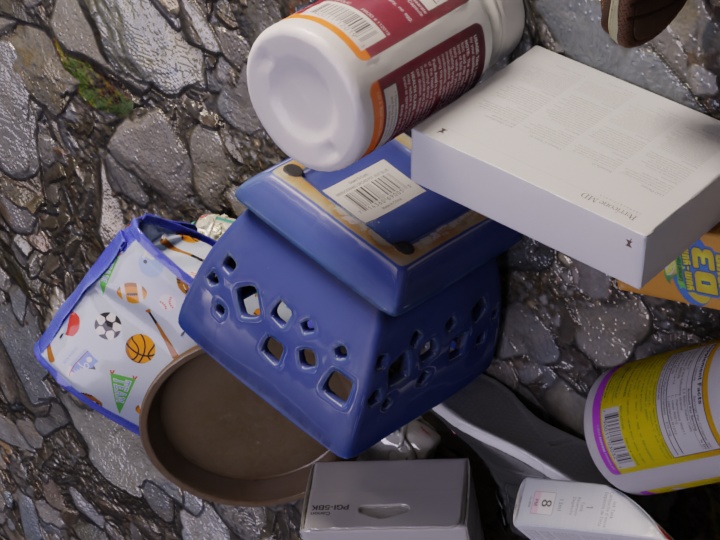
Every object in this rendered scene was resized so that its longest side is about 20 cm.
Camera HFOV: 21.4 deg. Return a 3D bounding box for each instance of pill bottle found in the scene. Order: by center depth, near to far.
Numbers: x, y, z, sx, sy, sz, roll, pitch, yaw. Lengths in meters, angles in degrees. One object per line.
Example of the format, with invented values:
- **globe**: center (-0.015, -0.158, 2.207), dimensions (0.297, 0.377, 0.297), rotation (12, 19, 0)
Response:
- **pill bottle**: center (0.023, -0.161, 1.393), dimensions (0.114, 0.200, 0.114), rotation (26, 132, 32)
- **pill bottle**: center (0.266, 0.102, 1.405), dimensions (0.200, 0.104, 0.104), rotation (-20, 101, 50)

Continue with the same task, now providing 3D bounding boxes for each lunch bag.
- **lunch bag**: center (-0.165, 0.057, 1.698), dimensions (0.200, 0.124, 0.170), rotation (29, 114, -24)

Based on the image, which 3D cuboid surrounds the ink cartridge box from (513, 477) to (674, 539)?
- **ink cartridge box**: center (0.242, 0.218, 1.502), dimensions (0.200, 0.057, 0.163), rotation (-2, 153, 30)

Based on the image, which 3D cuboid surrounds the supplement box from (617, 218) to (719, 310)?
- **supplement box**: center (0.276, -0.008, 1.347), dimensions (0.200, 0.069, 0.067), rotation (13, 124, 43)

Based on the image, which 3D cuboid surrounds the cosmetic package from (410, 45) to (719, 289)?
- **cosmetic package**: center (0.159, -0.078, 1.351), dimensions (0.200, 0.151, 0.052), rotation (28, 134, 31)

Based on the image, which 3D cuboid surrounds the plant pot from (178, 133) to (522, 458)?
- **plant pot**: center (0.000, 0.000, 1.540), dimensions (0.200, 0.200, 0.180), rotation (38, 133, 22)

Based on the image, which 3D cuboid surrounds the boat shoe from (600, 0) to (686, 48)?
- **boat shoe**: center (0.194, -0.248, 1.269), dimensions (0.075, 0.075, 0.202), rotation (46, 136, 34)

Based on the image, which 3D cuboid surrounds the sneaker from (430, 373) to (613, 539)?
- **sneaker**: center (0.118, 0.162, 1.625), dimensions (0.200, 0.071, 0.099), rotation (32, 131, 21)

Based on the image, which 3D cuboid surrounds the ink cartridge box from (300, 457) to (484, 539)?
- **ink cartridge box**: center (0.038, 0.261, 1.697), dimensions (0.147, 0.083, 0.200), rotation (-2, 132, 10)

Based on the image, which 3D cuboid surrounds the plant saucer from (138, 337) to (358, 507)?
- **plant saucer**: center (-0.092, 0.126, 1.659), dimensions (0.200, 0.029, 0.200), rotation (-3, 128, -3)

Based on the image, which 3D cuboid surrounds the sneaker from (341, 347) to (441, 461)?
- **sneaker**: center (0.025, 0.139, 1.717), dimensions (0.099, 0.078, 0.200), rotation (-11, 114, 39)

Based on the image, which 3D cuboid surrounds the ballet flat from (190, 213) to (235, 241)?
- **ballet flat**: center (-0.118, 0.035, 1.790), dimensions (0.064, 0.076, 0.200), rotation (0, 128, 8)
